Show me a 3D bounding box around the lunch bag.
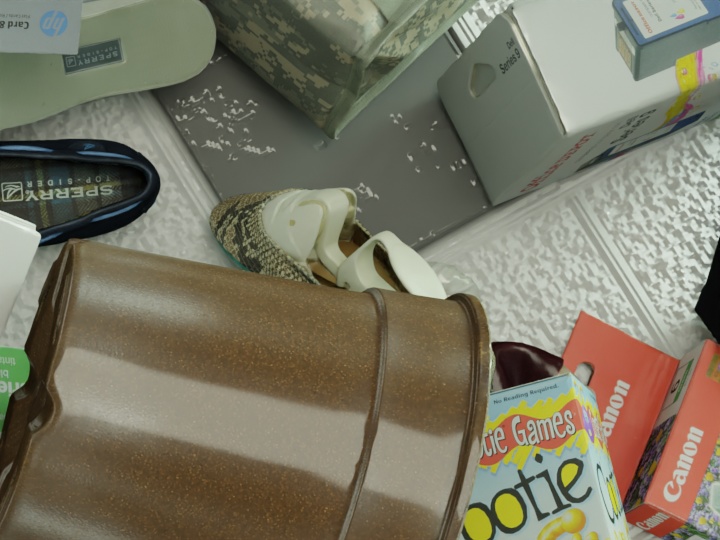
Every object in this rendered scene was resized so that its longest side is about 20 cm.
[{"bbox_3d":[-0.002,-0.205,1.595,0.164,0.118,0.200,41,62,7],"label":"lunch bag"}]

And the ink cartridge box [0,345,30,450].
[{"bbox_3d":[-0.206,0.151,1.413,0.084,0.146,0.200,8,69,-40],"label":"ink cartridge box"}]

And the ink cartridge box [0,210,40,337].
[{"bbox_3d":[-0.262,0.044,1.354,0.083,0.147,0.200,25,85,-49],"label":"ink cartridge box"}]

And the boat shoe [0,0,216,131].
[{"bbox_3d":[-0.182,-0.119,1.546,0.201,0.072,0.070,-10,101,-26],"label":"boat shoe"}]

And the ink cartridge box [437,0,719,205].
[{"bbox_3d":[0.162,-0.124,1.595,0.200,0.145,0.088,-20,81,-19],"label":"ink cartridge box"}]

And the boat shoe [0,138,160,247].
[{"bbox_3d":[-0.208,-0.046,1.514,0.200,0.069,0.084,-15,90,-15],"label":"boat shoe"}]

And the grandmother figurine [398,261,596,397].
[{"bbox_3d":[0.072,0.085,1.554,0.121,0.061,0.200,-22,79,-10],"label":"grandmother figurine"}]

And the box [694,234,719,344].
[{"bbox_3d":[0.314,-0.010,1.590,0.200,0.104,0.148,12,105,-11],"label":"box"}]

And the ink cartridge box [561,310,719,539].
[{"bbox_3d":[0.203,0.104,1.588,0.200,0.050,0.109,26,70,-6],"label":"ink cartridge box"}]

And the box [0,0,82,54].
[{"bbox_3d":[-0.242,-0.172,1.490,0.156,0.200,0.041,0,117,-17],"label":"box"}]

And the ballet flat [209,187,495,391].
[{"bbox_3d":[0.000,0.000,1.524,0.200,0.075,0.068,40,52,22],"label":"ballet flat"}]

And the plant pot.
[{"bbox_3d":[-0.064,0.080,1.318,0.198,0.200,0.200,17,71,-11],"label":"plant pot"}]

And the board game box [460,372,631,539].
[{"bbox_3d":[0.093,0.167,1.454,0.103,0.105,0.200,-16,78,10],"label":"board game box"}]
